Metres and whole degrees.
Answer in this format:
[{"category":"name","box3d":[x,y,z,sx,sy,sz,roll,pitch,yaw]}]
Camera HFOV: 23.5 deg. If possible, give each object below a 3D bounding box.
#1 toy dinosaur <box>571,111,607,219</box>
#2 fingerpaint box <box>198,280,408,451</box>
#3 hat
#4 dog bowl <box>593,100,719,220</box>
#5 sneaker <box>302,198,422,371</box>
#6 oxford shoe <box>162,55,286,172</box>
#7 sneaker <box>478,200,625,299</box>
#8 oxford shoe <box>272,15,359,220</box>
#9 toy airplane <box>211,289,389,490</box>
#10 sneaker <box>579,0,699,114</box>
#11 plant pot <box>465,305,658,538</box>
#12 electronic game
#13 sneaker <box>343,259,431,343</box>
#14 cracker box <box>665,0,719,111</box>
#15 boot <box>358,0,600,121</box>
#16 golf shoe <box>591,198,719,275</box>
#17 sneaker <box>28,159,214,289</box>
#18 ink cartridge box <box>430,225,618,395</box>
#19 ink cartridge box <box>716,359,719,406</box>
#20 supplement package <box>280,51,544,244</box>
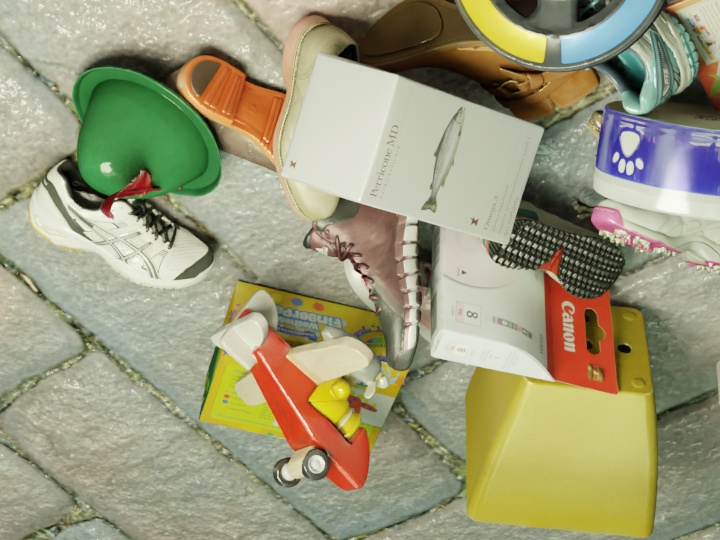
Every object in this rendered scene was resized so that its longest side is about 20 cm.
[{"category":"toy dinosaur","box3d":[0.265,-0.071,1.720,0.088,0.048,0.200,-30,130,21]},{"category":"fingerpaint box","box3d":[-0.062,0.110,1.904,0.199,0.074,0.167,13,135,-9]},{"category":"hat","box3d":[-0.240,-0.077,1.615,0.165,0.176,0.200,19,148,17]},{"category":"dog bowl","box3d":[0.314,-0.101,1.570,0.199,0.200,0.079,5,102,-1]},{"category":"sneaker","box3d":[0.000,0.000,1.713,0.115,0.201,0.076,1,169,-6]},{"category":"oxford shoe","box3d":[-0.104,-0.139,1.675,0.200,0.072,0.073,35,151,-27]},{"category":"sneaker","box3d":[0.184,-0.036,1.744,0.199,0.093,0.070,17,117,-41]},{"category":"oxford shoe","box3d":[-0.035,-0.132,1.612,0.071,0.074,0.201,-20,123,-31]},{"category":"toy airplane","box3d":[-0.056,0.106,1.764,0.200,0.141,0.200,34,139,35]},{"category":"sneaker","box3d":[0.213,-0.224,1.498,0.200,0.086,0.078,50,150,-9]},{"category":"plant pot","box3d":[0.222,0.143,1.838,0.199,0.200,0.177,6,130,-2]},{"category":"electronic game","box3d":[0.168,-0.268,1.458,0.199,0.042,0.201,2,96,20]},{"category":"sneaker","box3d":[0.079,0.014,1.797,0.104,0.076,0.200,-30,132,31]},{"category":"cracker box","box3d":[0.385,-0.235,1.535,0.199,0.058,0.134,-18,131,22]},{"category":"boot","box3d":[0.111,-0.189,1.596,0.199,0.074,0.155,-12,144,29]},{"category":"golf shoe","box3d":[0.312,-0.053,1.692,0.199,0.092,0.075,14,179,-30]},{"category":"sneaker","box3d":[-0.235,-0.047,1.756,0.199,0.076,0.088,20,134,-16]},{"category":"ink cartridge box","box3d":[0.169,0.032,1.746,0.199,0.163,0.057,10,137,-8]},{"category":"ink cartridge box","box3d":[0.503,0.132,1.890,0.199,0.067,0.117,24,132,-19]},{"category":"supplement package","box3d":[0.048,-0.108,1.558,0.199,0.117,0.117,13,97,-43]}]
